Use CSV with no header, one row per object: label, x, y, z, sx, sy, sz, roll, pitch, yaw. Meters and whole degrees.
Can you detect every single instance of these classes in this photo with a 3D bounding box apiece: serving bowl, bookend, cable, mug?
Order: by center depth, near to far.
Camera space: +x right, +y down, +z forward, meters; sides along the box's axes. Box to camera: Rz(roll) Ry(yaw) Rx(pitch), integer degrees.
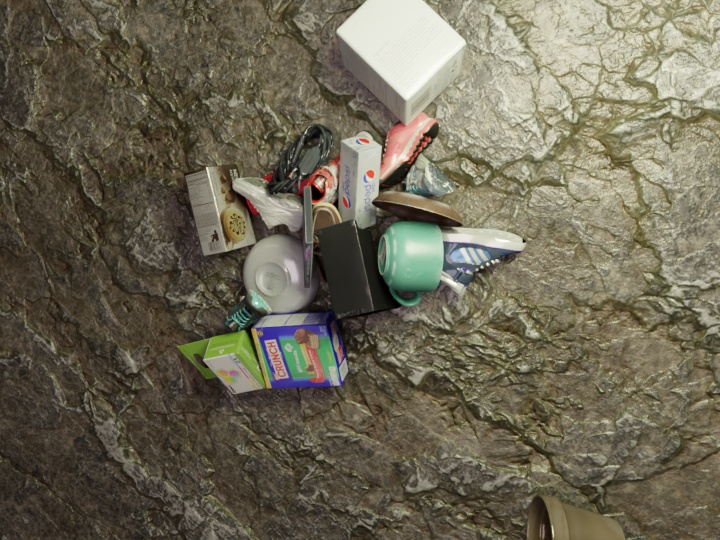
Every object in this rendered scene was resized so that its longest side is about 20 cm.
mug,0.101,-0.015,1.384,0.114,0.152,0.186,2,87,-11
bookend,0.000,0.000,1.433,0.092,0.199,0.201,-14,85,19
cable,-0.133,-0.248,1.444,0.051,0.200,0.163,37,154,-27
serving bowl,-0.201,0.016,1.550,0.200,0.066,0.201,4,102,17

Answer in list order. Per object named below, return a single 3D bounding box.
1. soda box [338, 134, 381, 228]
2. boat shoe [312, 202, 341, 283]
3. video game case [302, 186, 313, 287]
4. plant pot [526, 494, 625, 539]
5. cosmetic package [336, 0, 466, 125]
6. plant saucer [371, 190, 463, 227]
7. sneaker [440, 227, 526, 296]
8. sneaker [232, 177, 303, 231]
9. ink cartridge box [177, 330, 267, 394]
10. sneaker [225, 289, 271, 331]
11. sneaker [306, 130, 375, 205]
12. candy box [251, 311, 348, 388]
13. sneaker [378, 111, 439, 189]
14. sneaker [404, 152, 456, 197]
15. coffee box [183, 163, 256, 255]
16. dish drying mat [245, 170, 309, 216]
soda box,-0.003,-0.189,1.399,0.068,0.063,0.200,41,141,38
boat shoe,-0.078,-0.058,1.453,0.072,0.072,0.200,3,129,0
video game case,-0.118,-0.070,1.421,0.019,0.200,0.143,-1,61,-7
plant pot,0.473,0.600,1.398,0.173,0.200,0.201,4,102,1
cosmetic package,0.081,-0.439,1.300,0.166,0.167,0.200,-44,85,0
plant saucer,0.123,-0.132,1.357,0.200,0.200,0.032,15,89,14
sneaker,0.253,-0.012,1.402,0.199,0.081,0.147,7,110,13
sneaker,-0.219,-0.149,1.506,0.200,0.078,0.100,27,115,8
ink cartridge box,-0.344,0.239,1.597,0.200,0.076,0.148,-15,130,19
sneaker,-0.272,0.106,1.520,0.078,0.200,0.091,44,69,-5
sneaker,-0.045,-0.225,1.431,0.067,0.108,0.202,42,109,13
candy box,-0.145,0.192,1.546,0.199,0.077,0.170,-5,111,20
sneaker,0.085,-0.268,1.416,0.087,0.074,0.200,47,108,21
sneaker,0.138,-0.177,1.342,0.078,0.200,0.086,36,105,-15
coffee box,-0.334,-0.147,1.530,0.080,0.113,0.201,-8,97,31
dish drying mat,-0.187,-0.200,1.530,0.200,0.018,0.077,-21,94,20
